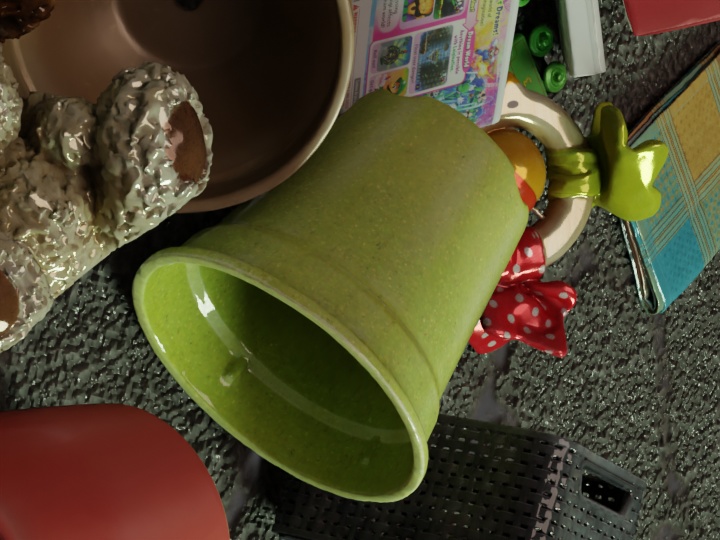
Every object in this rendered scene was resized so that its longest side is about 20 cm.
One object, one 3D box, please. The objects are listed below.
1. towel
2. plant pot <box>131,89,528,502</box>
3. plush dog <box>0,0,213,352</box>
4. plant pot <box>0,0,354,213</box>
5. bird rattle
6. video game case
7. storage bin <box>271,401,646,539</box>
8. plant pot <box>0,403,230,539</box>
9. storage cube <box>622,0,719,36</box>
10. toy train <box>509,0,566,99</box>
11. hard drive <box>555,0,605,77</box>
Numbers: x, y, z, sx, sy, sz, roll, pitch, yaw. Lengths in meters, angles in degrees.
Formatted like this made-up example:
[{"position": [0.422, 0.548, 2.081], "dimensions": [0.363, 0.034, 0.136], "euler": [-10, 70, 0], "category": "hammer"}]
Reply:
[{"position": [0.263, -0.076, 1.525], "dimensions": [0.200, 0.022, 0.148], "euler": [-43, 123, -38], "category": "towel"}, {"position": [0.000, 0.000, 1.119], "dimensions": [0.185, 0.199, 0.201], "euler": [-52, 127, -28], "category": "plant pot"}, {"position": [-0.201, -0.060, 0.974], "dimensions": [0.200, 0.160, 0.172], "euler": [-41, 102, -29], "category": "plush dog"}, {"position": [-0.100, -0.142, 1.054], "dimensions": [0.093, 0.199, 0.202], "euler": [-84, 157, -65], "category": "plant pot"}, {"position": [0.108, -0.045, 1.322], "dimensions": [0.163, 0.113, 0.200], "euler": [40, 92, -16], "category": "bird rattle"}, {"position": [0.020, -0.157, 1.165], "dimensions": [0.181, 0.024, 0.201], "euler": [-17, 134, -27], "category": "video game case"}, {"position": [0.061, 0.149, 1.190], "dimensions": [0.135, 0.199, 0.095], "euler": [31, 72, -51], "category": "storage bin"}, {"position": [-0.172, 0.157, 0.975], "dimensions": [0.177, 0.199, 0.202], "euler": [-17, 105, -54], "category": "plant pot"}, {"position": [0.264, -0.287, 1.354], "dimensions": [0.171, 0.178, 0.201], "euler": [-67, 143, -62], "category": "storage cube"}, {"position": [0.087, -0.194, 1.318], "dimensions": [0.056, 0.042, 0.201], "euler": [-40, 121, -24], "category": "toy train"}, {"position": [0.143, -0.244, 1.328], "dimensions": [0.132, 0.026, 0.202], "euler": [-77, 158, -76], "category": "hard drive"}]
